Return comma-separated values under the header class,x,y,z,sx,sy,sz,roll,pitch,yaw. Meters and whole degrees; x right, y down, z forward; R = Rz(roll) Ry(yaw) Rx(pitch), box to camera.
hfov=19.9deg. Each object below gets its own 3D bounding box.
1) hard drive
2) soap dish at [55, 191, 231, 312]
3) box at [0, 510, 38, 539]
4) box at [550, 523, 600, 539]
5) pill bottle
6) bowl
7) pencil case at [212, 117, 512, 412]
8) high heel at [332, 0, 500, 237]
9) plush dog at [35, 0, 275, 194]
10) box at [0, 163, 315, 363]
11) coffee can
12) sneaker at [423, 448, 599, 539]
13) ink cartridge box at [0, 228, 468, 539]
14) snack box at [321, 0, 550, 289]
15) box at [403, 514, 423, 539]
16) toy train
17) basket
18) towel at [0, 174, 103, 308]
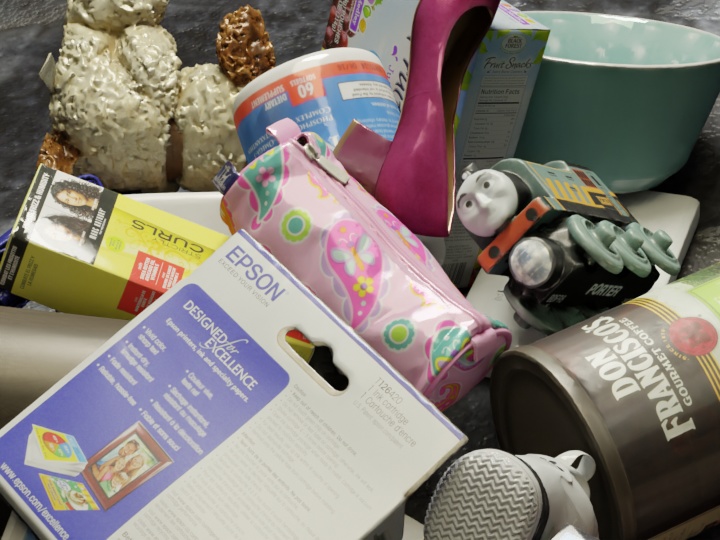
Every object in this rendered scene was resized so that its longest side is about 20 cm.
class,x,y,z,sx,sy,sz,roll,pitch,yaw
hard drive,0.150,0.007,1.438,0.131,0.026,0.200,9,40,19
soap dish,-0.127,0.031,1.404,0.156,0.082,0.201,-2,38,7
box,-0.102,0.202,1.141,0.198,0.102,0.113,7,60,17
box,0.066,0.244,1.057,0.038,0.137,0.200,24,47,31
pill bottle,-0.007,-0.038,1.384,0.111,0.112,0.201,-16,75,-13
bowl,0.172,-0.122,1.509,0.199,0.106,0.201,3,18,-1
pencil case,0.000,0.000,1.258,0.087,0.088,0.200,-32,68,-29
high heel,0.067,-0.117,1.310,0.096,0.067,0.201,30,89,26
plush dog,-0.135,-0.108,1.496,0.170,0.201,0.161,6,38,4
box,-0.122,0.007,1.285,0.199,0.050,0.076,22,41,-8
coffee can,0.198,0.081,1.239,0.199,0.147,0.146,-22,40,-20
sneaker,0.069,0.184,1.128,0.075,0.201,0.115,32,21,30
ink cartridge box,-0.075,0.105,1.108,0.200,0.047,0.198,-39,59,-15
snack box,0.037,-0.111,1.461,0.067,0.201,0.169,-6,32,-37
box,0.023,0.173,1.233,0.199,0.042,0.039,26,50,36
toy train,0.129,-0.019,1.321,0.114,0.085,0.200,50,20,20
basket,-0.145,0.093,1.232,0.198,0.181,0.137,1,62,10
towel,-0.259,0.022,1.381,0.200,0.050,0.148,-32,9,43
